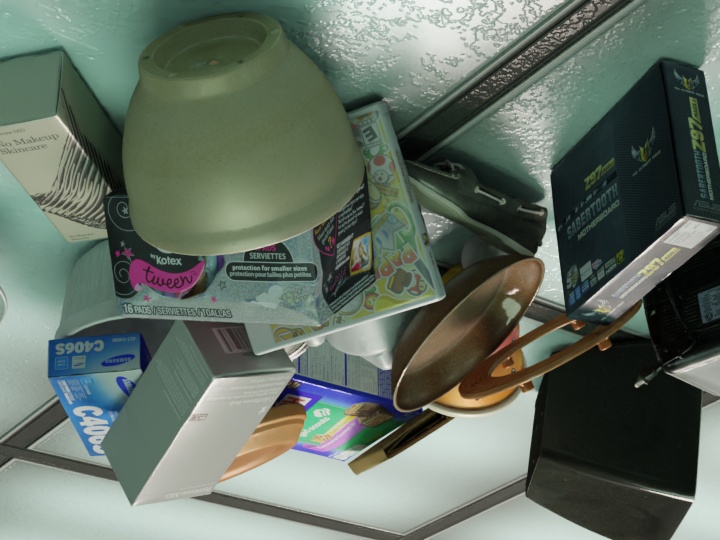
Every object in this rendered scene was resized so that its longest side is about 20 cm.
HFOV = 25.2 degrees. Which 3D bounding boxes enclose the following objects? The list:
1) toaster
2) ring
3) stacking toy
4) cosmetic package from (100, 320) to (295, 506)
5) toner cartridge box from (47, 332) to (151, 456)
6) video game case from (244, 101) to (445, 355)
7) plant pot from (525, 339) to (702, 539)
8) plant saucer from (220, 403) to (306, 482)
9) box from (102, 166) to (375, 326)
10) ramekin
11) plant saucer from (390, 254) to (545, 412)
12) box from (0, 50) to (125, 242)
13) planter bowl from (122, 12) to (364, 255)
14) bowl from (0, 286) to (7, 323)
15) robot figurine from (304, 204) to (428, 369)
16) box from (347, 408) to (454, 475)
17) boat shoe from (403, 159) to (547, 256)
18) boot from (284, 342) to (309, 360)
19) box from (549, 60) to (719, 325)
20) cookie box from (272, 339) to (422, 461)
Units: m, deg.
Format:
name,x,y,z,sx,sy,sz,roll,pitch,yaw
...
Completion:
name,x,y,z,sx,sy,sz,roll,pitch,yaw
toaster,0.364,0.014,1.560,0.199,0.183,0.118,-24,146,32
ring,0.185,0.077,1.554,0.199,0.019,0.200,-28,-175,3
stacking toy,0.117,0.043,1.676,0.144,0.147,0.201,1,136,-7
cosmetic package,-0.161,0.135,1.570,0.106,0.090,0.201,-4,137,-41
toner cartridge box,-0.251,0.129,1.643,0.094,0.044,0.201,-6,151,1
video game case,-0.039,-0.035,1.461,0.198,0.184,0.023,-17,-178,25
plant pot,0.292,0.196,1.890,0.175,0.201,0.201,9,151,3
plant saucer,-0.147,0.201,1.763,0.198,0.038,0.200,-22,169,-5
box,-0.104,-0.028,1.400,0.198,0.116,0.132,1,-163,24
ramekin,-0.213,0.046,1.649,0.198,0.106,0.201,-2,150,-1
plant saucer,0.096,0.052,1.555,0.200,0.037,0.201,-37,157,-18
box,-0.259,-0.104,1.413,0.081,0.069,0.200,-8,151,13
planter bowl,-0.106,-0.122,1.293,0.198,0.201,0.136,-8,123,9
bowl,-0.438,-0.007,1.550,0.198,0.091,0.202,-2,152,-1
robot figurine,0.000,0.000,1.546,0.112,0.169,0.201,24,147,45
box,0.072,0.177,1.852,0.163,0.021,0.200,-33,177,-16
boat shoe,0.105,-0.071,1.531,0.199,0.057,0.067,29,172,-38
boot,-0.079,0.026,1.680,0.199,0.068,0.131,-25,140,22
box,0.243,-0.065,1.433,0.050,0.159,0.200,11,149,-22
cookie box,-0.055,0.143,1.866,0.198,0.076,0.171,17,145,-31
